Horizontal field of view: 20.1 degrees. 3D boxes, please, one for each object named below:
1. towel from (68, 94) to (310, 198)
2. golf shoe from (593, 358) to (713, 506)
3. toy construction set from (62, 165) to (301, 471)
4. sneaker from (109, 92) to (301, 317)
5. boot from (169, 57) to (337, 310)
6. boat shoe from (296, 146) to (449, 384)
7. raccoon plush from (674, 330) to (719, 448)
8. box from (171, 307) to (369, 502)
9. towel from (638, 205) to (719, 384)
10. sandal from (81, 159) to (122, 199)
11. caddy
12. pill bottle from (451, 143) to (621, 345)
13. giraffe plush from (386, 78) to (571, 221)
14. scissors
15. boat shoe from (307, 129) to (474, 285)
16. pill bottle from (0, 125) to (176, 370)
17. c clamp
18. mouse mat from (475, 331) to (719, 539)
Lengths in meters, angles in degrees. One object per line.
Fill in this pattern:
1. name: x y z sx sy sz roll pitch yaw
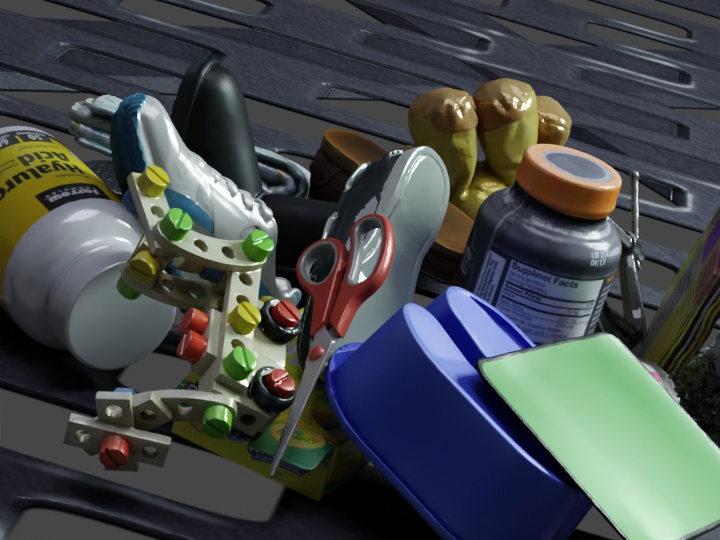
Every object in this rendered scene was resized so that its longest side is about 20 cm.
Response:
1. towel: -0.132 -0.096 1.681 0.200 0.048 0.171 20 5 2
2. golf shoe: 0.175 0.109 1.409 0.092 0.073 0.200 14 21 -14
3. toy construction set: -0.107 0.039 1.255 0.131 0.092 0.200 29 51 -21
4. sneaker: -0.109 -0.040 1.409 0.081 0.200 0.077 -31 28 -14
5. boot: -0.060 -0.046 1.481 0.162 0.199 0.073 14 23 16
6. boat shoe: 0.000 0.000 1.388 0.060 0.076 0.200 -8 40 40
7. raccoon plush: 0.271 0.057 1.520 0.097 0.134 0.200 5 24 -23
8. box: -0.038 0.090 1.354 0.117 0.048 0.200 24 21 19
9. towel: 0.251 0.026 1.550 0.023 0.144 0.200 29 23 1
10. sandal: -0.151 -0.044 1.627 0.200 0.045 0.075 13 21 -48
11. caddy: 0.067 0.106 1.282 0.200 0.105 0.141 46 27 14
12. pill bottle: 0.119 0.014 1.430 0.106 0.200 0.106 15 22 -7
13. giraffe plush: 0.109 -0.030 1.615 0.172 0.200 0.162 -8 47 -25
14. scissors: -0.018 0.042 1.278 0.073 0.014 0.200 -17 41 24
15. boat shoe: 0.025 -0.035 1.543 0.070 0.070 0.200 6 25 -35
16. pill bottle: -0.207 -0.013 1.403 0.111 0.111 0.200 -1 27 -36
17. c clamp: 0.195 -0.010 1.602 0.027 0.171 0.200 -9 -11 20
18. mouse mat: 0.167 0.105 1.286 0.161 0.008 0.200 49 28 19
